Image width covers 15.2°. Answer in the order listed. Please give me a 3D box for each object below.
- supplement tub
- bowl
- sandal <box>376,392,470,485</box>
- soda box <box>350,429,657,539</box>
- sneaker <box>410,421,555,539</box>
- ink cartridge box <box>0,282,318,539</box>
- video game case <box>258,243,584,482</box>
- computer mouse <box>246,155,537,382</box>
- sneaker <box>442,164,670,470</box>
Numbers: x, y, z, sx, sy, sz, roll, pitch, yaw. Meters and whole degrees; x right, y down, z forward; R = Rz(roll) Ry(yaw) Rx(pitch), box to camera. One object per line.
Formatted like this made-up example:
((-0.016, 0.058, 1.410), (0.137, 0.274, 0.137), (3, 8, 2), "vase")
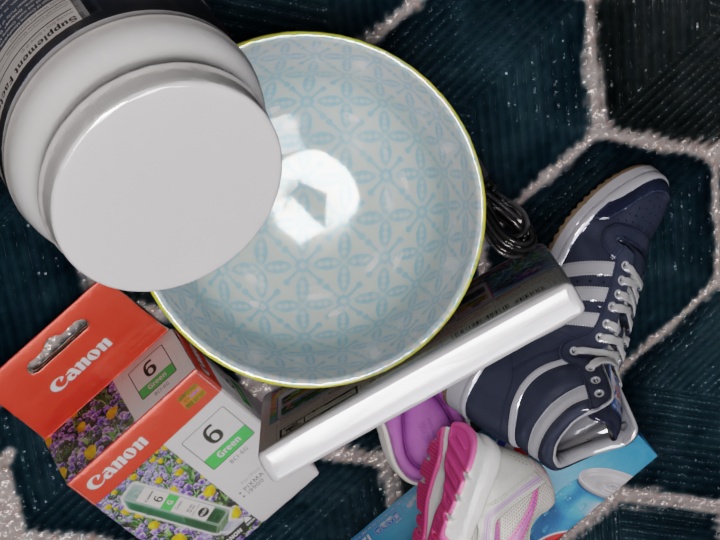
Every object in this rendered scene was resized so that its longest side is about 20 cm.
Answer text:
((-0.133, -0.094, 1.410), (0.140, 0.200, 0.141), (-14, 129, -18), "supplement tub")
((-0.032, -0.035, 1.552), (0.200, 0.108, 0.200), (0, 91, -3), "bowl")
((0.033, 0.064, 1.711), (0.082, 0.050, 0.203), (-32, 130, -6), "sandal")
((0.094, 0.152, 1.798), (0.200, 0.064, 0.068), (-40, 131, 5), "soda box")
((0.067, 0.197, 1.721), (0.088, 0.081, 0.200), (14, 112, -22), "sneaker")
((-0.127, 0.099, 1.653), (0.109, 0.050, 0.200), (-42, 132, 5), "ink cartridge box")
((0.032, 0.050, 1.577), (0.200, 0.182, 0.024), (-29, 97, 3), "video game case")
((0.000, 0.000, 1.630), (0.200, 0.044, 0.110), (-39, 101, 4), "computer mouse")
((0.152, 0.035, 1.692), (0.200, 0.108, 0.070), (-50, 145, -3), "sneaker")
